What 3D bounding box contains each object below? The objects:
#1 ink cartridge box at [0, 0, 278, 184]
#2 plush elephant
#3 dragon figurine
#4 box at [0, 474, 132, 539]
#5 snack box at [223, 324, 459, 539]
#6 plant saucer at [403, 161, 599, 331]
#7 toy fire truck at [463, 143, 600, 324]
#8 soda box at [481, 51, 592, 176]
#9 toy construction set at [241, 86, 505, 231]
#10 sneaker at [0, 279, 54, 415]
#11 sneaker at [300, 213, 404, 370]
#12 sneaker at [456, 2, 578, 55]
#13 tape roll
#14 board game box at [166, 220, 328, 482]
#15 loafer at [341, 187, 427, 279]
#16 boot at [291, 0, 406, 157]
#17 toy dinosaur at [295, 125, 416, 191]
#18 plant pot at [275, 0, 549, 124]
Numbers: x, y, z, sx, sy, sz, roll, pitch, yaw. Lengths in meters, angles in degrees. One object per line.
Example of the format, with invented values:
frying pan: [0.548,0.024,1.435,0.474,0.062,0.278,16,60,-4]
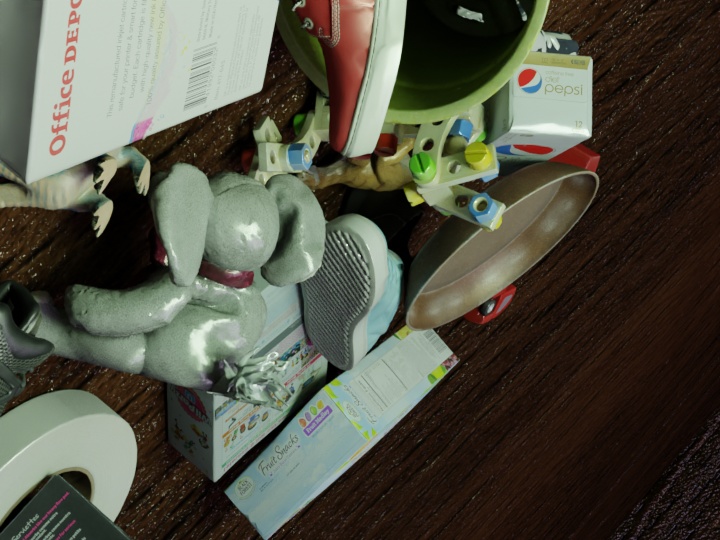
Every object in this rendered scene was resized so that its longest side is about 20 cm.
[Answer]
ink cartridge box: [-0.149,-0.148,0.719,0.199,0.125,0.130,-29,144,-45]
plush elephant: [-0.113,-0.002,0.945,0.164,0.198,0.157,17,85,-52]
dragon figurine: [-0.177,-0.077,0.835,0.201,0.098,0.059,-58,164,-49]
box: [-0.234,0.272,1.015,0.200,0.114,0.132,-47,156,-14]
snack box: [-0.015,0.144,1.313,0.169,0.068,0.200,-47,174,32]
plant saucer: [0.109,-0.025,1.158,0.199,0.035,0.201,-35,163,-12]
toy fire truck: [0.182,-0.044,1.556,0.140,0.049,0.202,-21,139,-52]
soda box: [0.122,-0.122,1.122,0.200,0.067,0.065,157,-65,-79]
toy construction set: [0.012,-0.095,1.048,0.092,0.197,0.133,69,25,-70]
sneaker: [-0.244,0.082,0.891,0.114,0.076,0.201,-31,141,-31]
sneaker: [0.000,0.000,1.104,0.082,0.074,0.201,-48,168,-26]
sneaker: [0.143,-0.207,1.260,0.130,0.079,0.201,-59,143,-43]
tape roll: [-0.251,0.182,1.050,0.203,0.037,0.204,-42,153,-27]
board game box: [-0.091,0.059,1.161,0.147,0.064,0.201,-38,150,-34]
loafer: [0.010,0.004,1.269,0.073,0.071,0.202,-33,147,-40]
boot: [-0.043,-0.174,0.863,0.072,0.142,0.203,-116,-150,-75]
toy dinosaur: [0.027,-0.088,1.182,0.198,0.060,0.107,8,113,-31]
plant pot: [0.063,-0.216,0.983,0.190,0.199,0.202,-30,147,-64]
